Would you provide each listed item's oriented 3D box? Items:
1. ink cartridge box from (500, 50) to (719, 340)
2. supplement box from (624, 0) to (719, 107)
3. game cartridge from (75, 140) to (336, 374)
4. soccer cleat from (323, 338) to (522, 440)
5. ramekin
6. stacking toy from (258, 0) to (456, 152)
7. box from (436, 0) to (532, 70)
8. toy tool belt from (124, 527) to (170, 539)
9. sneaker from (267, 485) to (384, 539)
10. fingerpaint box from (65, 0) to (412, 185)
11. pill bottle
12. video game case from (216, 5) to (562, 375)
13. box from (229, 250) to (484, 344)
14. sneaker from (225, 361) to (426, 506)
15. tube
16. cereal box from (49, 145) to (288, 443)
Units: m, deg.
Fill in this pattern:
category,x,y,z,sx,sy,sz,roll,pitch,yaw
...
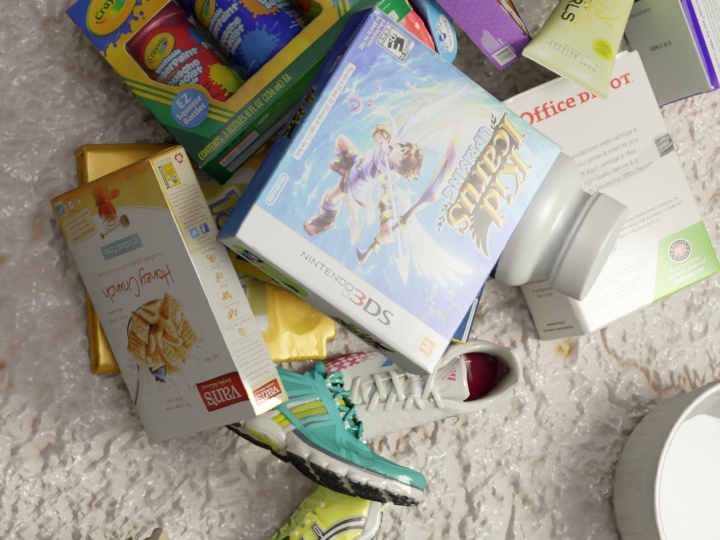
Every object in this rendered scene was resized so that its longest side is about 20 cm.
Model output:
category,x,y,z,sx,sy,sz,roll,pitch,yaw
ink cartridge box,0.188,-0.062,1.779,0.145,0.084,0.201,-23,94,-23
supplement box,0.338,-0.221,1.848,0.199,0.101,0.104,-22,93,-22
game cartridge,-0.118,-0.013,1.676,0.199,0.032,0.177,-3,86,-22
soccer cleat,0.036,0.091,1.699,0.199,0.086,0.070,-14,90,-23
ramekin,0.304,0.189,1.790,0.199,0.105,0.201,3,83,-23
stacking toy,-0.031,-0.156,1.679,0.200,0.116,0.110,-42,59,-13
box,0.062,-0.254,1.675,0.039,0.200,0.137,-31,62,12
toy tool belt,-0.167,0.292,1.568,0.124,0.123,0.201,15,76,13
sneaker,-0.044,0.222,1.656,0.076,0.075,0.201,27,77,-18
fingerpaint box,-0.091,-0.196,1.617,0.200,0.073,0.167,-41,77,3
pill bottle,0.101,-0.057,1.668,0.199,0.111,0.111,28,73,11
video game case,0.024,-0.056,1.548,0.181,0.045,0.201,35,77,-19
box,0.000,0.000,1.671,0.199,0.070,0.065,17,89,-35
sneaker,-0.033,0.111,1.622,0.200,0.078,0.080,32,78,10
tube,0.192,-0.211,1.764,0.200,0.058,0.052,-61,139,-47
cereal box,-0.142,0.021,1.569,0.039,0.144,0.201,-25,94,-40
